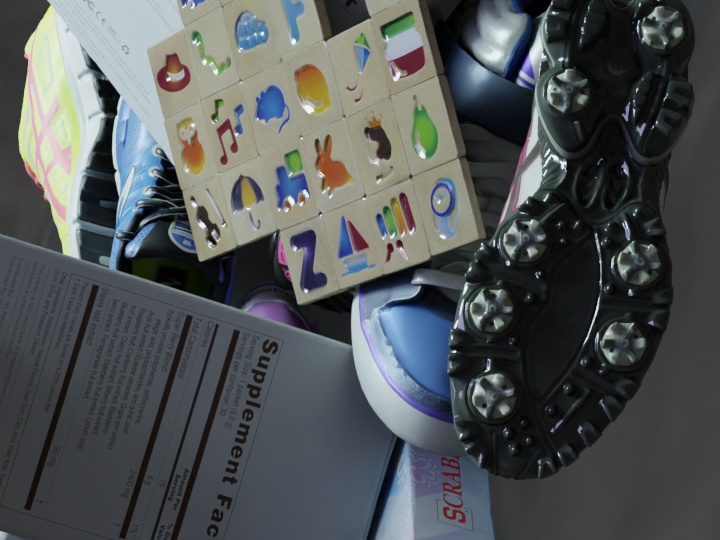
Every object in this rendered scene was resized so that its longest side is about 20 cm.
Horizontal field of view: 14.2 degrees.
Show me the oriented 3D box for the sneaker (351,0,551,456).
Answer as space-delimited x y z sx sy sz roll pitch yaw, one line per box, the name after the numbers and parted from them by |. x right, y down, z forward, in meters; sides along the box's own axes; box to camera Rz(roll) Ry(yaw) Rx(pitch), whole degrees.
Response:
0.057 -0.039 1.199 0.201 0.080 0.147 -77 7 -47 | sneaker

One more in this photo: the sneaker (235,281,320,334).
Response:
-0.042 0.103 1.419 0.114 0.072 0.202 -89 5 -64 | sneaker

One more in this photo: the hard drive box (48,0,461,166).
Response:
-0.046 -0.138 1.302 0.077 0.156 0.200 -34 -8 -35 | hard drive box

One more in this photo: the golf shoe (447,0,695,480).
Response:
0.086 -0.009 1.103 0.088 0.077 0.201 87 -161 -72 | golf shoe

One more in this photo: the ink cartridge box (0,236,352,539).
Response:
-0.101 0.075 1.580 0.200 0.144 0.145 126 158 -53 | ink cartridge box

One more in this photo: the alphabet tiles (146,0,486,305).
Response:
-0.027 -0.072 1.216 0.200 0.008 0.168 -20 83 54 | alphabet tiles

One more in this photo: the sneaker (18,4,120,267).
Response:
-0.137 -0.053 1.495 0.090 0.078 0.201 -28 60 47 | sneaker

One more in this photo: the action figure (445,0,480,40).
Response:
0.037 -0.090 1.410 0.200 0.054 0.119 123 164 -75 | action figure

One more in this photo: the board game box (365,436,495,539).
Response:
0.002 0.171 1.246 0.200 0.041 0.201 -93 23 -58 | board game box

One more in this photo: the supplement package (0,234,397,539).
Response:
-0.095 0.067 1.253 0.121 0.199 0.121 178 110 -77 | supplement package

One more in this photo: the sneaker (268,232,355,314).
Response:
0.000 0.000 1.360 0.200 0.083 0.077 -135 43 -80 | sneaker

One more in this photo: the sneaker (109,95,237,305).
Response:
-0.083 -0.024 1.397 0.089 0.078 0.202 164 113 -76 | sneaker
